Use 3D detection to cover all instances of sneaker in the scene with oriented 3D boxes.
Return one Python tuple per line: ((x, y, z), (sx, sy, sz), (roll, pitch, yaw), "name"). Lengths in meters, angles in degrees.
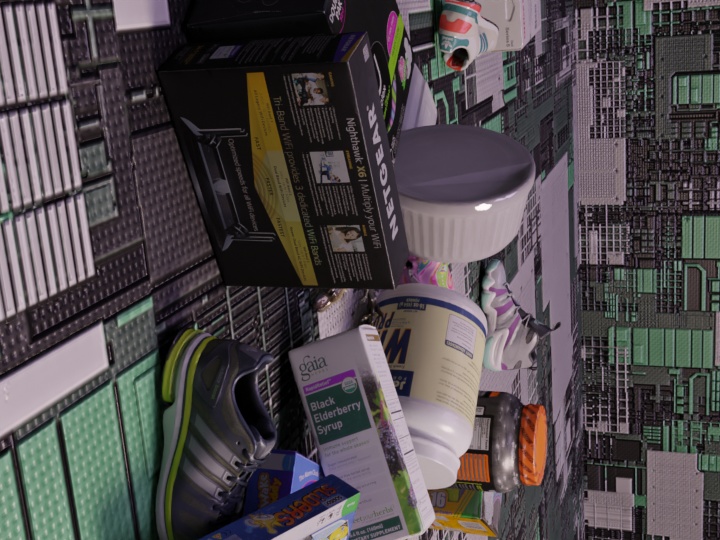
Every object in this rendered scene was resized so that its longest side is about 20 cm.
((0.156, -0.348, 1.515), (0.095, 0.069, 0.199), (-71, 162, 3), "sneaker")
((-0.106, 0.147, 0.758), (0.074, 0.080, 0.204), (-15, 106, -69), "sneaker")
((0.287, 0.081, 1.767), (0.078, 0.138, 0.203), (-33, 123, -66), "sneaker")

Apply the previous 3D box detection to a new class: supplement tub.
((0.127, 0.210, 1.243), (0.122, 0.197, 0.125), (1, 90, -70), "supplement tub")
((0.066, 0.134, 1.147), (0.145, 0.143, 0.203), (61, 36, -54), "supplement tub")

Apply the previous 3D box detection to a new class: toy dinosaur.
((0.000, 0.000, 1.107), (0.201, 0.047, 0.089), (-67, 144, -53), "toy dinosaur")

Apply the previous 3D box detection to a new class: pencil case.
((0.082, 0.035, 1.272), (0.088, 0.086, 0.202), (-65, 149, -49), "pencil case")

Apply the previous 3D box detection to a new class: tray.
((0.074, -0.170, 1.336), (0.108, 0.022, 0.203), (59, 37, -55), "tray")

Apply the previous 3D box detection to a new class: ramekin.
((0.108, -0.090, 1.195), (0.203, 0.199, 0.095), (-60, 155, -53), "ramekin")

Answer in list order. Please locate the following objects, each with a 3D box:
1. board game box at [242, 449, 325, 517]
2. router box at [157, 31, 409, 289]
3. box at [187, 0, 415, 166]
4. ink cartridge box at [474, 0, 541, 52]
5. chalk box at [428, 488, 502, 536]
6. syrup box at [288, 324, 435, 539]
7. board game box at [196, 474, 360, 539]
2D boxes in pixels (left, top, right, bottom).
((-0.055, 0.260, 0.961), (0.200, 0.044, 0.137), (49, 45, -62), "board game box")
((-0.055, -0.080, 0.783), (0.052, 0.155, 0.202), (-63, 149, -49), "router box")
((-0.041, -0.197, 0.862), (0.201, 0.122, 0.150), (62, 34, -52), "box")
((0.259, -0.475, 1.744), (0.200, 0.083, 0.148), (-50, 136, -61), "ink cartridge box")
((0.130, 0.247, 1.368), (0.125, 0.122, 0.203), (52, 42, -58), "chalk box")
((0.002, 0.161, 0.967), (0.081, 0.078, 0.203), (14, 58, -76), "syrup box")
((-0.083, 0.251, 0.770), (0.199, 0.034, 0.137), (-13, 122, -54), "board game box")
